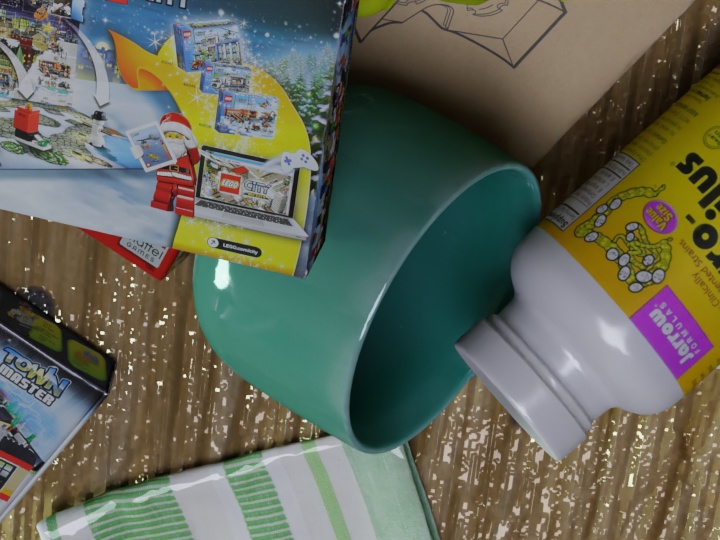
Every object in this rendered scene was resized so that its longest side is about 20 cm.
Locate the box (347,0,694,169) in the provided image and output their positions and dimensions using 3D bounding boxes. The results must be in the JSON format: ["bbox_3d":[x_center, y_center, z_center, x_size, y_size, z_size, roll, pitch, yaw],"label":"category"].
[{"bbox_3d":[0.041,-0.145,1.368,0.200,0.021,0.163,36,115,-16],"label":"box"}]

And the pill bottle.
[{"bbox_3d":[0.141,-0.005,1.355,0.200,0.104,0.104,-42,110,-2],"label":"pill bottle"}]

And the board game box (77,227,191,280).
[{"bbox_3d":[-0.105,-0.119,1.359,0.151,0.046,0.200,32,116,5],"label":"board game box"}]

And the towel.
[{"bbox_3d":[-0.054,0.165,1.542,0.200,0.023,0.153,-14,116,11],"label":"towel"}]

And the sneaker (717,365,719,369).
[{"bbox_3d":[0.235,0.050,1.431,0.200,0.078,0.099,5,122,2],"label":"sneaker"}]

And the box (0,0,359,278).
[{"bbox_3d":[-0.106,-0.084,1.245,0.200,0.038,0.137,13,120,7],"label":"box"}]

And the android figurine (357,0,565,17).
[{"bbox_3d":[0.029,-0.196,1.281,0.200,0.041,0.182,33,78,-12],"label":"android figurine"}]

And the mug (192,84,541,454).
[{"bbox_3d":[-0.006,0.002,1.372,0.114,0.152,0.185,31,142,23],"label":"mug"}]

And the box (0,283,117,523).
[{"bbox_3d":[-0.235,0.035,1.477,0.200,0.035,0.110,35,115,-14],"label":"box"}]
